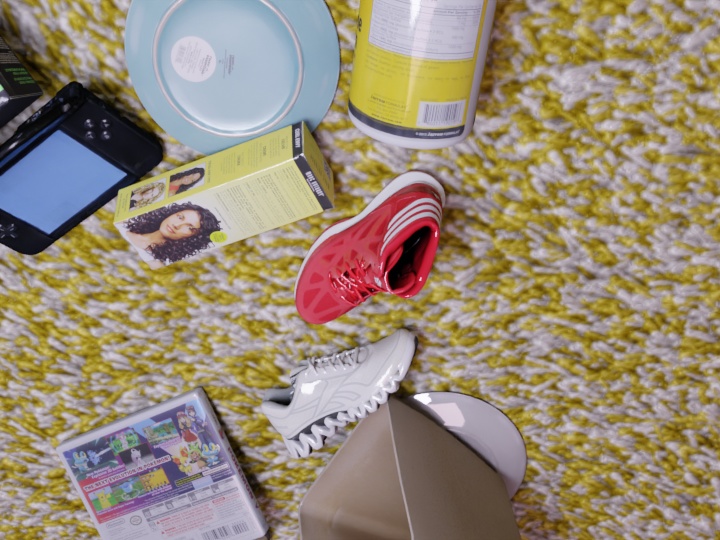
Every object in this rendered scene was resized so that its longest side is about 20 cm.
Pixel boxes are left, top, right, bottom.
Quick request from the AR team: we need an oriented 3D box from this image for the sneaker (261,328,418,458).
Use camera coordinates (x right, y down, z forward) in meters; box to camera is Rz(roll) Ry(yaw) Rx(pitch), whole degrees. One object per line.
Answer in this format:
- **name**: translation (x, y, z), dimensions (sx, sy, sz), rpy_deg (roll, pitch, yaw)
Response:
- **sneaker**: translation (-0.024, 0.118, 0.975), dimensions (0.199, 0.075, 0.081), rpy_deg (-38, 102, 23)

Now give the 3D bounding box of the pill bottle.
- **pill bottle**: translation (0.054, -0.210, 0.750), dimensions (0.110, 0.113, 0.203), rpy_deg (8, 120, 0)

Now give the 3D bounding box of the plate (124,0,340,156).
- **plate**: translation (-0.116, -0.187, 0.827), dimensions (0.196, 0.026, 0.203), rpy_deg (2, 121, 3)

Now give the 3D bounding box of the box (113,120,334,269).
- **box**: translation (-0.127, -0.068, 0.873), dimensions (0.197, 0.051, 0.076), rpy_deg (-19, 136, 14)

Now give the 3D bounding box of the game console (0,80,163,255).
- **game console**: translation (-0.296, -0.061, 0.827), dimensions (0.198, 0.118, 0.175), rpy_deg (-31, 141, 20)

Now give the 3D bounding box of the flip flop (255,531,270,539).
- **flip flop**: translation (-0.202, 0.354, 1.126), dimensions (0.198, 0.058, 0.081), rpy_deg (-30, 145, 10)

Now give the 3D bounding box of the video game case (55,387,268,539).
- **video game case**: translation (-0.227, 0.248, 1.063), dimensions (0.198, 0.023, 0.184), rpy_deg (-22, 99, 17)

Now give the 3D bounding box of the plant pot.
- **plant pot**: translation (0.061, 0.287, 0.975), dimensions (0.175, 0.201, 0.201), rpy_deg (22, 121, -22)

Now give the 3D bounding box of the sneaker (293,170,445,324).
- **sneaker**: translation (0.000, 0.000, 0.874), dimensions (0.078, 0.116, 0.200), rpy_deg (34, 117, -15)

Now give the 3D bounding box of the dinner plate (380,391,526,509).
- **dinner plate**: translation (0.089, 0.223, 1.052), dimensions (0.196, 0.024, 0.203), rpy_deg (2, 119, 4)

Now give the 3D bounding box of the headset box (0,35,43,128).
- **headset box**: translation (-0.396, -0.166, 0.780), dimensions (0.173, 0.093, 0.201), rpy_deg (-34, 102, 6)
